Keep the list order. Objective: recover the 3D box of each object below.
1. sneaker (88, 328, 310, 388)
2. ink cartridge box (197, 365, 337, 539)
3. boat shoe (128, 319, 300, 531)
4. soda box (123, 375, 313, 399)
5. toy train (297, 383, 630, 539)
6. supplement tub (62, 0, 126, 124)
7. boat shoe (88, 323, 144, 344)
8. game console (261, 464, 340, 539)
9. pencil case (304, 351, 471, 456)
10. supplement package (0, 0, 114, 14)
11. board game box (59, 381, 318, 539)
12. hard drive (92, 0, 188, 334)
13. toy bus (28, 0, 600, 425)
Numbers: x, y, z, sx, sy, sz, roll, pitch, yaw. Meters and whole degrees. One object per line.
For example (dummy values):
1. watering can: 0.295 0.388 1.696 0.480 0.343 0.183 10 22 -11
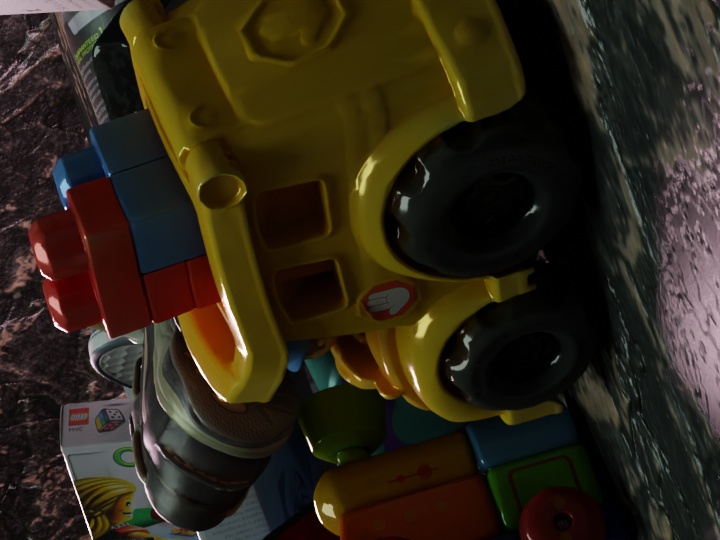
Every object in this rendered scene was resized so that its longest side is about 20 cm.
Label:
1. sneaker: -0.088 -0.012 1.576 0.077 0.202 0.147 -29 72 40
2. ink cartridge box: -0.038 0.126 1.377 0.200 0.040 0.200 -85 -21 -65
3. boat shoe: -0.070 0.050 1.182 0.073 0.074 0.200 -61 6 14
4. soda box: -0.061 0.083 1.691 0.200 0.064 0.069 22 -139 -59
5. toy train: -0.001 0.099 1.133 0.085 0.200 0.116 87 166 -66
6. supplement tub: -0.083 -0.102 1.483 0.123 0.122 0.200 116 134 -80
7. boat shoe: -0.080 -0.055 1.264 0.072 0.076 0.200 43 123 52
8. game console: 0.001 0.181 1.321 0.119 0.172 0.200 -6 111 44
9. pencil case: 0.000 0.000 1.291 0.092 0.085 0.200 27 -154 -43
10. supplement package: -0.200 -0.218 1.354 0.200 0.111 0.156 26 -117 -75
11. board game box: -0.062 0.115 1.591 0.126 0.199 0.035 79 -173 -51
12. hard drive: -0.043 -0.084 1.146 0.200 0.033 0.140 -60 -37 -48
13. toy bus: -0.023 -0.016 1.021 0.200 0.192 0.136 76 169 -48
